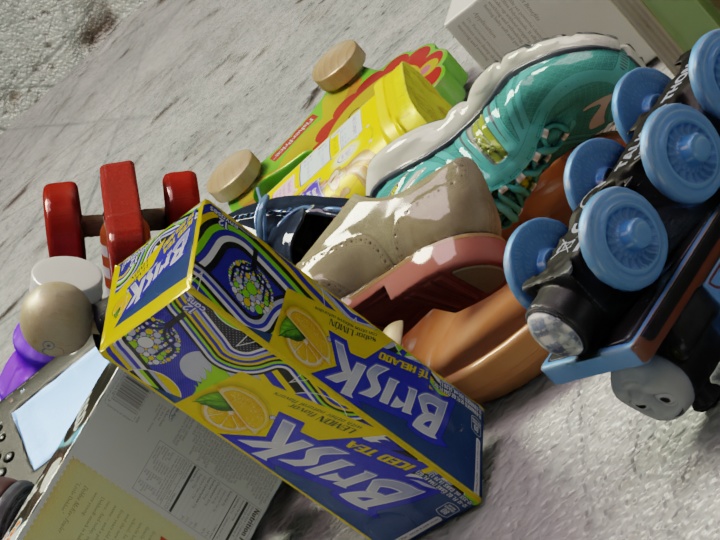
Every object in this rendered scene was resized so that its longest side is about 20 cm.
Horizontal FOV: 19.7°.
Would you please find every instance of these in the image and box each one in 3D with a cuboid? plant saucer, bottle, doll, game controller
[{"bbox_3d":[0.092,0.005,1.151,0.200,0.037,0.200,-40,18,16],"label":"plant saucer"},{"bbox_3d":[-0.201,0.088,1.386,0.065,0.083,0.201,-121,34,-54],"label":"bottle"},{"bbox_3d":[-0.079,0.033,1.089,0.137,0.199,0.049,105,174,-71],"label":"doll"},{"bbox_3d":[-0.163,0.077,1.289,0.200,0.042,0.104,-38,47,3],"label":"game controller"}]

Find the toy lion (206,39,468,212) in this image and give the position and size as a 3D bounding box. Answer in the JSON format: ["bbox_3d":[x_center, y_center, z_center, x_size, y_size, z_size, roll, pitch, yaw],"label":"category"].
[{"bbox_3d":[-0.010,-0.099,1.610,0.200,0.069,0.192,-46,24,-5],"label":"toy lion"}]

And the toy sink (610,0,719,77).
[{"bbox_3d":[0.238,-0.200,1.141,0.200,0.130,0.112,-32,21,33],"label":"toy sink"}]

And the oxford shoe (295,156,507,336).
[{"bbox_3d":[0.000,0.000,1.154,0.199,0.070,0.075,-23,65,33],"label":"oxford shoe"}]

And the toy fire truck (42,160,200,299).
[{"bbox_3d":[-0.161,0.029,1.456,0.111,0.201,0.168,-5,29,-6],"label":"toy fire truck"}]

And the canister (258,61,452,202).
[{"bbox_3d":[-0.014,-0.034,1.409,0.200,0.087,0.149,-42,17,13],"label":"canister"}]

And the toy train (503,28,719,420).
[{"bbox_3d":[0.150,-0.021,0.944,0.200,0.114,0.087,-54,16,-30],"label":"toy train"}]

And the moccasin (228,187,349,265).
[{"bbox_3d":[-0.031,-0.018,1.298,0.199,0.081,0.068,-9,-1,26],"label":"moccasin"}]

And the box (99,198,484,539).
[{"bbox_3d":[-0.029,0.056,1.019,0.070,0.200,0.065,-33,34,32],"label":"box"}]

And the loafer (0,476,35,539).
[{"bbox_3d":[-0.222,0.200,1.183,0.072,0.063,0.201,-45,-32,-54],"label":"loafer"}]

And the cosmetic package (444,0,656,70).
[{"bbox_3d":[0.164,-0.191,1.330,0.200,0.108,0.085,-34,18,25],"label":"cosmetic package"}]

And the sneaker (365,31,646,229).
[{"bbox_3d":[0.084,-0.060,1.175,0.200,0.077,0.080,-37,39,32],"label":"sneaker"}]

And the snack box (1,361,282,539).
[{"bbox_3d":[-0.134,0.159,1.127,0.201,0.116,0.037,-61,16,-24],"label":"snack box"}]
